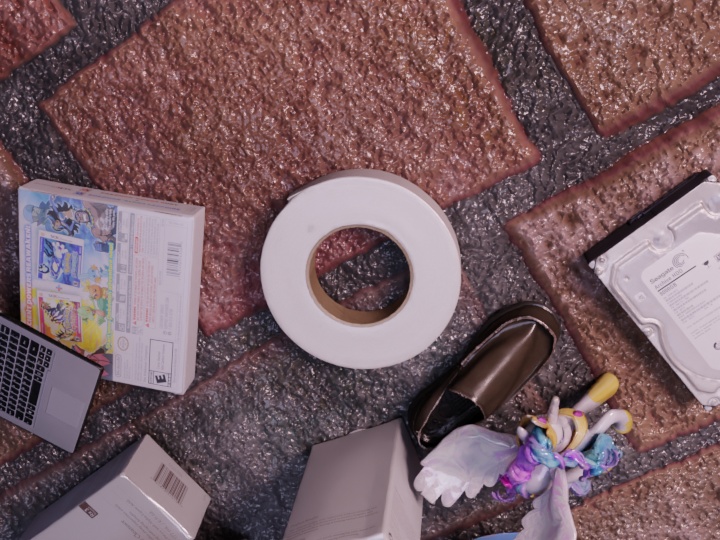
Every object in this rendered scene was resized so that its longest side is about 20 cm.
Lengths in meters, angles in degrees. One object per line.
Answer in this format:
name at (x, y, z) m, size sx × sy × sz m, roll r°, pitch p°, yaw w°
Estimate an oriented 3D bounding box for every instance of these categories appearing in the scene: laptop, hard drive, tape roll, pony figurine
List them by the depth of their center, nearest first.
pony figurine at (0.169, 0.185, 0.765) m, size 0.167 × 0.200 × 0.193 m, roll 42°, pitch 114°, yaw 31°
hard drive at (0.329, 0.022, 0.772) m, size 0.140 × 0.038 × 0.200 m, roll -37°, pitch 100°, yaw 17°
tape roll at (0.000, 0.000, 0.804) m, size 0.202 × 0.037 × 0.204 m, roll 2°, pitch 109°, yaw 7°
laptop at (-0.394, 0.139, 0.827) m, size 0.200 × 0.116 × 0.187 m, roll 29°, pitch 134°, yaw -4°

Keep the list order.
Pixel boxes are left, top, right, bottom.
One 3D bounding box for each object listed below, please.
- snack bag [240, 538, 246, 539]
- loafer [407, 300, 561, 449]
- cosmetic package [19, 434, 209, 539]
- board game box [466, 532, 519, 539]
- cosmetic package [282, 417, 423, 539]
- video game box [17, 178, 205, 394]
snack bag at (-0.243, 0.361, 0.891) m, size 0.188 × 0.200 × 0.021 m, roll -38°, pitch 68°, yaw 20°
loafer at (0.125, 0.116, 0.811) m, size 0.073 × 0.071 × 0.200 m, roll 38°, pitch 110°, yaw -7°
cosmetic package at (-0.282, 0.290, 0.910) m, size 0.200 × 0.081 × 0.113 m, roll -39°, pitch 103°, yaw 17°
board game box at (0.168, 0.361, 0.913) m, size 0.157 × 0.039 × 0.201 m, roll 4°, pitch 115°, yaw 0°
cosmetic package at (-0.002, 0.241, 0.803) m, size 0.113 × 0.200 × 0.081 m, roll -19°, pitch 105°, yaw 16°
video game box at (-0.258, 0.019, 0.837) m, size 0.182 × 0.047 × 0.201 m, roll 9°, pitch 110°, yaw 2°
